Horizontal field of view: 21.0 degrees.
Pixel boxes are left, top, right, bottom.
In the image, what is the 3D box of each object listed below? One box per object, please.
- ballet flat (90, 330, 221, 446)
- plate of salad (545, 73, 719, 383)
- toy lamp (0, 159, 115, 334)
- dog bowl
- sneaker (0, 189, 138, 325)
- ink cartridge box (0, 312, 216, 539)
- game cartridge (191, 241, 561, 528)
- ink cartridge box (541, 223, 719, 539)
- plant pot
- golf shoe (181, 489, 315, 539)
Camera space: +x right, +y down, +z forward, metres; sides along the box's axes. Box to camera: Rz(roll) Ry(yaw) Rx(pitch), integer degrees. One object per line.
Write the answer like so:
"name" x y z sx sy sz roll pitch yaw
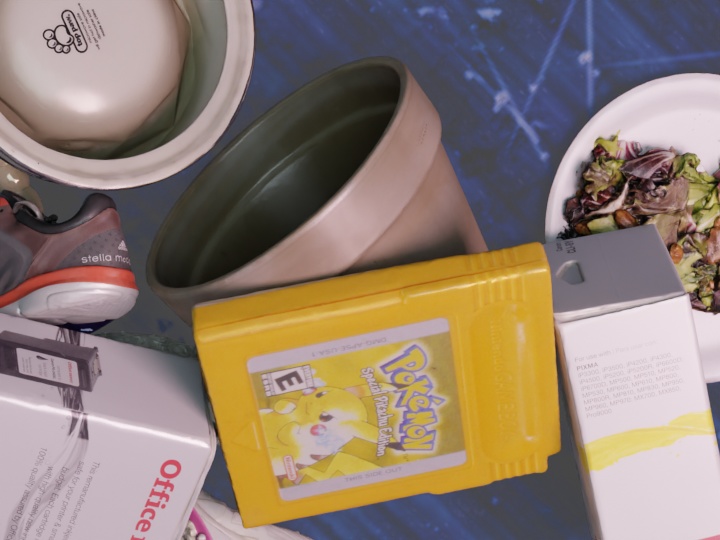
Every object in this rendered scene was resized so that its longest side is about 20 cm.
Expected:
"ballet flat" -0.112 0.078 1.221 0.198 0.072 0.073 3 95 -6
"plate of salad" 0.218 -0.026 1.254 0.198 0.048 0.202 -1 96 -5
"toy lamp" -0.215 -0.052 1.206 0.058 0.058 0.202 -24 98 -3
"dog bowl" -0.167 -0.141 1.166 0.198 0.074 0.202 4 80 -24
"sneaker" -0.218 -0.004 1.167 0.198 0.077 0.083 -9 78 24
"ink cartridge box" -0.200 0.109 1.122 0.198 0.084 0.146 15 120 -19
"game cartridge" 0.015 0.070 1.113 0.198 0.033 0.177 -10 135 0
"ink cartridge box" 0.169 0.090 1.189 0.083 0.145 0.202 -13 108 4
"plant pot" 0.000 0.000 1.178 0.200 0.200 0.174 -43 113 -1
"golf shoe" -0.073 0.186 1.218 0.199 0.091 0.076 33 113 27
